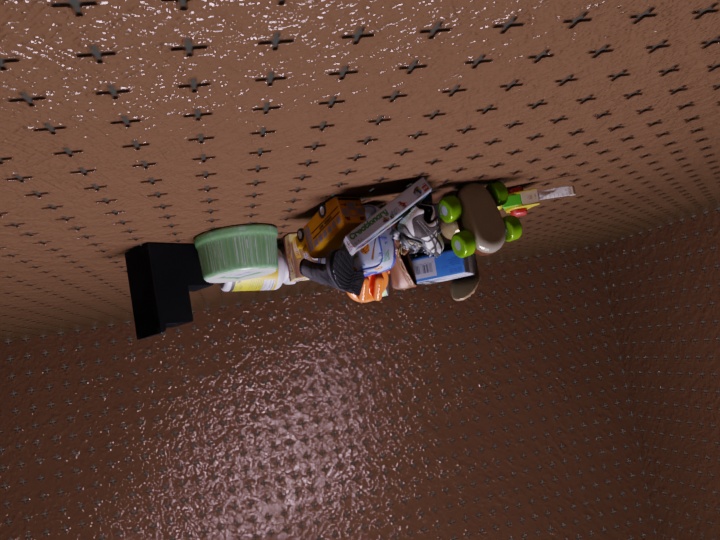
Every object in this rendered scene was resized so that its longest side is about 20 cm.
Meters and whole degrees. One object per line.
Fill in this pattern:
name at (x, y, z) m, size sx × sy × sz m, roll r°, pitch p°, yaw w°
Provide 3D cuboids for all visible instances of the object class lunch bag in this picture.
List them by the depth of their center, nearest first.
lunch bag at (-0.016, -0.055, 1.471) m, size 0.197 × 0.165 × 0.075 m, roll -14°, pitch 171°, yaw 34°

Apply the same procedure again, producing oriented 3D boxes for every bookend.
bookend at (-0.433, 0.045, 1.514) m, size 0.091 × 0.204 × 0.198 m, roll -15°, pitch 173°, yaw 33°

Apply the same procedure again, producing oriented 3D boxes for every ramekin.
ramekin at (-0.283, -0.036, 1.498) m, size 0.195 × 0.100 × 0.200 m, roll -10°, pitch 174°, yaw -1°

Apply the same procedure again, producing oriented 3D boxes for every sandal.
sandal at (0.284, 0.027, 1.687) m, size 0.076 × 0.071 × 0.214 m, roll -12°, pitch -144°, yaw 21°

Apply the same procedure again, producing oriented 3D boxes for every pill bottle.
pill bottle at (-0.266, -0.006, 1.672) m, size 0.195 × 0.116 × 0.112 m, roll -1°, pitch 171°, yaw -26°

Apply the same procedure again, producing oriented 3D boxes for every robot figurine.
robot figurine at (0.002, 0.000, 1.590) m, size 0.143 × 0.117 × 0.201 m, roll -37°, pitch -147°, yaw 3°

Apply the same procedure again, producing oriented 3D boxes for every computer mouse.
computer mouse at (0.147, -0.112, 1.444) m, size 0.033 × 0.059 × 0.202 m, roll -23°, pitch 149°, yaw -16°

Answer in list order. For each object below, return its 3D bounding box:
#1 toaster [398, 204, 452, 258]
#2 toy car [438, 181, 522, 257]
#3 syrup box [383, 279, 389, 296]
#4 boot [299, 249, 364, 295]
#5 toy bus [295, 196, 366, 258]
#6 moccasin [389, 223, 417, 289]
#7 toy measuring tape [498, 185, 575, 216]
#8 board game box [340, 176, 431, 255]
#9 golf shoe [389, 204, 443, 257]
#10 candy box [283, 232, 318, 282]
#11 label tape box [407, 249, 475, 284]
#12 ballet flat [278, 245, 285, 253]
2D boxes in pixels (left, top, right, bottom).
toaster at (0.161, -0.090, 1.648) m, size 0.196 × 0.122 × 0.180 m, roll -7°, pitch 174°, yaw -30°
toy car at (0.237, -0.095, 1.470) m, size 0.161 × 0.161 × 0.200 m, roll -18°, pitch 172°, yaw -24°
syrup box at (0.036, -0.014, 1.809) m, size 0.077 × 0.083 × 0.202 m, roll -11°, pitch -143°, yaw 13°
boot at (-0.076, 0.002, 1.360) m, size 0.129 × 0.071 × 0.200 m, roll 14°, pitch 163°, yaw 19°
toy bus at (-0.068, -0.088, 1.380) m, size 0.064 × 0.080 × 0.200 m, roll -5°, pitch 157°, yaw -36°
moccasin at (0.093, -0.053, 1.515) m, size 0.076 × 0.206 × 0.074 m, roll -5°, pitch -166°, yaw 24°
toy measuring tape at (0.416, -0.173, 1.558) m, size 0.195 × 0.076 × 0.074 m, roll -10°, pitch 174°, yaw 3°
board game box at (0.049, -0.105, 1.311) m, size 0.198 × 0.035 × 0.126 m, roll -38°, pitch 178°, yaw -10°
golf shoe at (0.141, -0.086, 1.345) m, size 0.077 × 0.096 × 0.199 m, roll 37°, pitch -166°, yaw 23°
candy box at (-0.096, -0.042, 1.675) m, size 0.196 × 0.119 × 0.055 m, roll -7°, pitch 173°, yaw -27°
label tape box at (0.216, -0.007, 1.632) m, size 0.141 × 0.065 × 0.199 m, roll -12°, pitch 174°, yaw 21°
ballet flat at (-0.195, -0.041, 1.775) m, size 0.195 × 0.066 × 0.076 m, roll -11°, pitch 173°, yaw 7°
